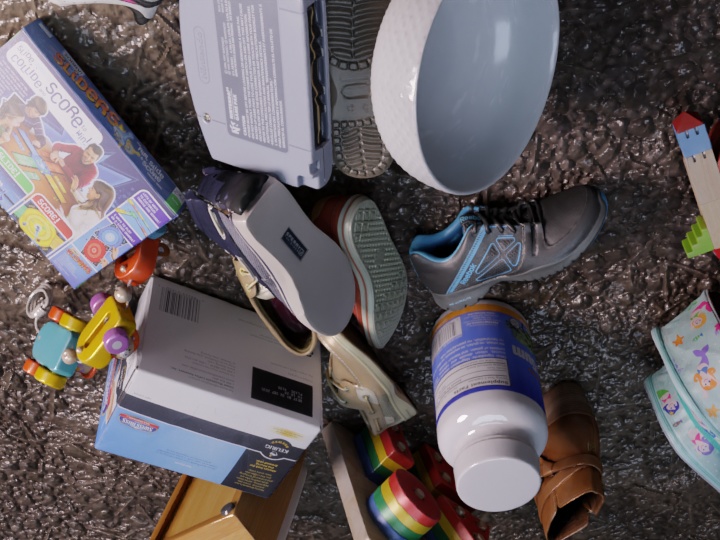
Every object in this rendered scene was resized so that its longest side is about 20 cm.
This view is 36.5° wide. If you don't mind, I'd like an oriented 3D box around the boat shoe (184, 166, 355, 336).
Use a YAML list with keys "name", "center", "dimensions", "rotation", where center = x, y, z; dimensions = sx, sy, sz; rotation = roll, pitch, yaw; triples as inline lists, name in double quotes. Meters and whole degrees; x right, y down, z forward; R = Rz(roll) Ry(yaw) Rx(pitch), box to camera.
- name: "boat shoe"
  center: [-0.080, -0.021, 0.992]
  dimensions: [0.092, 0.075, 0.201]
  rotation: [18, 151, 39]

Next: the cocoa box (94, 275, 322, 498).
- name: "cocoa box"
  center: [-0.154, 0.123, 1.123]
  dimensions: [0.198, 0.134, 0.132]
  rotation: [20, 129, -20]

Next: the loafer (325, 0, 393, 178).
- name: "loafer"
  center: [-0.003, -0.181, 0.912]
  dimensions: [0.074, 0.069, 0.203]
  rotation: [0, 115, -2]

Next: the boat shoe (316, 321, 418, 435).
- name: "boat shoe"
  center: [-0.003, 0.116, 1.139]
  dimensions: [0.065, 0.072, 0.200]
  rotation: [-36, 142, 1]

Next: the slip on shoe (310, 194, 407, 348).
- name: "slip on shoe"
  center: [0.000, 0.000, 1.075]
  dimensions: [0.061, 0.074, 0.201]
  rotation: [16, 146, 31]

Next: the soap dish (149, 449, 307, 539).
- name: "soap dish"
  center: [-0.150, 0.269, 1.219]
  dimensions: [0.156, 0.201, 0.082]
  rotation: [-27, 109, 21]

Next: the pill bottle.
- name: "pill bottle"
  center: [0.129, 0.135, 1.098]
  dimensions: [0.110, 0.202, 0.113]
  rotation: [-1, 132, -1]

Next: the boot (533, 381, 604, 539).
- name: "boot"
  center: [0.211, 0.243, 1.224]
  dimensions: [0.076, 0.156, 0.201]
  rotation: [20, 128, -19]

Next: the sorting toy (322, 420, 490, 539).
- name: "sorting toy"
  center: [0.066, 0.262, 1.217]
  dimensions: [0.070, 0.199, 0.199]
  rotation: [-44, 120, 13]

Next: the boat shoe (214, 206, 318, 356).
- name: "boat shoe"
  center: [-0.083, 0.002, 1.064]
  dimensions: [0.073, 0.067, 0.201]
  rotation: [-19, 129, 14]

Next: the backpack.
- name: "backpack"
  center: [0.380, 0.125, 1.117]
  dimensions: [0.150, 0.179, 0.200]
  rotation: [-35, 120, 20]

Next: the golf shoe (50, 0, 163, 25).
- name: "golf shoe"
  center: [-0.245, -0.244, 0.842]
  dimensions: [0.197, 0.073, 0.093]
  rotation: [13, 131, -13]

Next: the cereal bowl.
- name: "cereal bowl"
  center: [0.074, -0.166, 0.870]
  dimensions: [0.083, 0.200, 0.202]
  rotation: [21, 143, 35]

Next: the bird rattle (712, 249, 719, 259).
- name: "bird rattle"
  center: [0.458, -0.016, 1.074]
  dimensions: [0.198, 0.113, 0.164]
  rotation: [32, 113, -10]

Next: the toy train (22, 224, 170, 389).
- name: "toy train"
  center: [-0.247, 0.034, 1.050]
  dimensions: [0.199, 0.152, 0.055]
  rotation: [-30, 138, 32]

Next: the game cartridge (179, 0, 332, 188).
- name: "game cartridge"
  center: [-0.086, -0.172, 0.890]
  dimensions: [0.132, 0.040, 0.202]
  rotation: [18, 130, 24]

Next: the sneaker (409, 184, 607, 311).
- name: "sneaker"
  center: [0.139, -0.031, 1.039]
  dimensions: [0.198, 0.074, 0.082]
  rotation: [-29, 126, 21]

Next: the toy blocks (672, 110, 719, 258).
- name: "toy blocks"
  center: [0.367, -0.111, 0.976]
  dimensions: [0.198, 0.100, 0.138]
  rotation: [-20, 118, 15]

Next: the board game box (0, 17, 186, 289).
- name: "board game box"
  center: [-0.265, -0.097, 0.956]
  dimensions: [0.134, 0.035, 0.201]
  rotation: [-30, 108, 22]
